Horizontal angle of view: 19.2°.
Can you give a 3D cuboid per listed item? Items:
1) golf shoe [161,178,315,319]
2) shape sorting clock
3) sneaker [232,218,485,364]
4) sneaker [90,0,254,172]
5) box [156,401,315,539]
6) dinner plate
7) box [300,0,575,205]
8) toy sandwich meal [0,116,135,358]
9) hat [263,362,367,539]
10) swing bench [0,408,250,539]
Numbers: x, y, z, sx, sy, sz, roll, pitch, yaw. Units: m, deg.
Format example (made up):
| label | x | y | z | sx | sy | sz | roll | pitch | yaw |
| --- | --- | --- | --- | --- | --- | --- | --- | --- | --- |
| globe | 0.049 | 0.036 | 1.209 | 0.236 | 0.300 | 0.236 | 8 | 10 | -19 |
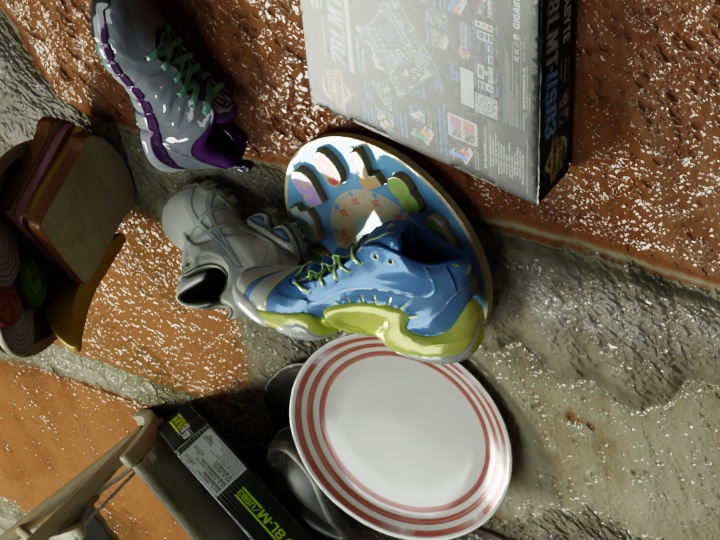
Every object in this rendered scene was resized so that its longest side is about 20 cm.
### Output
| label | x | y | z | sx | sy | sz | roll | pitch | yaw |
| --- | --- | --- | --- | --- | --- | --- | --- | --- | --- |
| golf shoe | -0.124 | -0.014 | 1.731 | 0.200 | 0.097 | 0.078 | 19 | 141 | 54 |
| shape sorting clock | 0.018 | -0.018 | 1.641 | 0.200 | 0.039 | 0.200 | 28 | 144 | 23 |
| sneaker | 0.000 | 0.000 | 1.592 | 0.200 | 0.076 | 0.105 | 11 | 119 | 15 |
| sneaker | -0.139 | -0.155 | 1.646 | 0.087 | 0.074 | 0.200 | 8 | 144 | 24 |
| box | -0.100 | 0.214 | 1.952 | 0.200 | 0.048 | 0.193 | 49 | 172 | -9 |
| dinner plate | 0.035 | 0.135 | 1.766 | 0.200 | 0.024 | 0.201 | 12 | 120 | 21 |
| box | 0.049 | -0.161 | 1.439 | 0.198 | 0.050 | 0.200 | 26 | 143 | 27 |
| toy sandwich meal | -0.259 | -0.022 | 1.797 | 0.070 | 0.205 | 0.205 | 6 | 133 | 25 |
| hat | -0.024 | 0.181 | 1.868 | 0.200 | 0.081 | 0.201 | 27 | 143 | 23 |
| swing bench | -0.206 | 0.272 | 2.047 | 0.199 | 0.200 | 0.130 | 51 | 167 | -12 |
